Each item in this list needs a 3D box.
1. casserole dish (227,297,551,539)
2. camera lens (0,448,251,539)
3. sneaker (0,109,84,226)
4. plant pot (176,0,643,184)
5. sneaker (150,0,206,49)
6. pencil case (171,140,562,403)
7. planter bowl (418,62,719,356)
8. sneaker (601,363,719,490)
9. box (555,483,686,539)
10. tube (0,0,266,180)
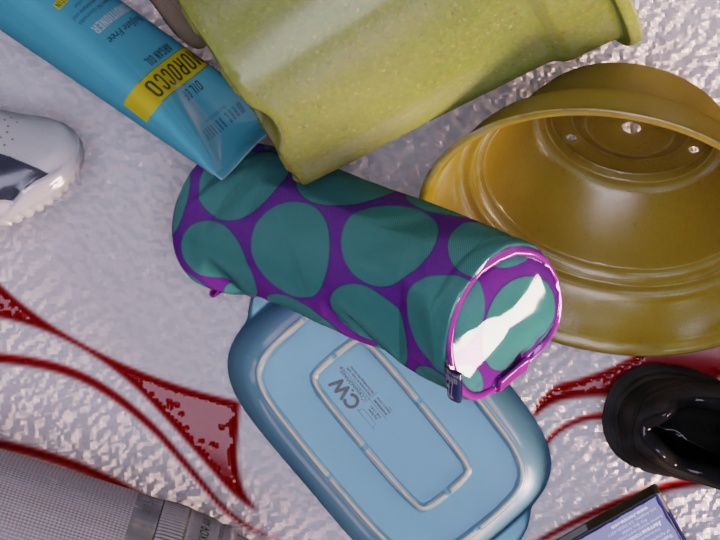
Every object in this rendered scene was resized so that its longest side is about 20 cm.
[{"bbox_3d":[0.016,0.079,1.504,0.121,0.039,0.200,-39,95,3],"label":"casserole dish"},{"bbox_3d":[-0.160,0.184,1.453,0.199,0.160,0.161,18,96,-3],"label":"camera lens"},{"bbox_3d":[-0.244,-0.091,1.436,0.198,0.080,0.130,5,133,7],"label":"sneaker"},{"bbox_3d":[0.010,-0.145,1.390,0.184,0.200,0.201,-35,96,0],"label":"plant pot"},{"bbox_3d":[-0.108,-0.215,1.451,0.075,0.070,0.201,-28,97,2],"label":"sneaker"},{"bbox_3d":[0.000,0.000,1.424,0.199,0.085,0.093,23,131,35],"label":"pencil case"},{"bbox_3d":[0.135,-0.047,1.446,0.199,0.201,0.084,16,55,-3],"label":"planter bowl"},{"bbox_3d":[0.229,0.095,1.483,0.199,0.091,0.076,3,95,-2],"label":"sneaker"},{"bbox_3d":[0.157,0.232,1.527,0.121,0.032,0.201,-29,95,3],"label":"box"},{"bbox_3d":[-0.135,-0.118,1.453,0.200,0.077,0.050,35,131,6],"label":"tube"}]
